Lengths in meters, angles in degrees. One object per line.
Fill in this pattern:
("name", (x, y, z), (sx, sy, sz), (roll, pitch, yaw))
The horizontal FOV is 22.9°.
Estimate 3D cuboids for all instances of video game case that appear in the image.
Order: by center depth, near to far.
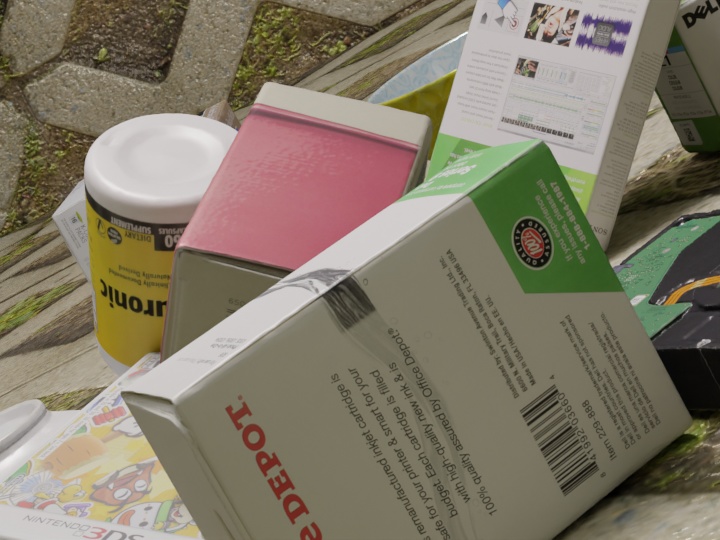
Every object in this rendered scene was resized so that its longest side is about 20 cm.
("video game case", (-0.108, 0.110, 1.020), (0.180, 0.023, 0.200), (4, 29, 33))

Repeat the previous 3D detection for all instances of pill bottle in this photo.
("pill bottle", (-0.122, 0.008, 1.174), (0.110, 0.202, 0.112), (1, 36, -1))

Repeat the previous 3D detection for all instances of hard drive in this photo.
("hard drive", (0.175, 0.015, 0.840), (0.139, 0.038, 0.199), (-35, 13, -25))

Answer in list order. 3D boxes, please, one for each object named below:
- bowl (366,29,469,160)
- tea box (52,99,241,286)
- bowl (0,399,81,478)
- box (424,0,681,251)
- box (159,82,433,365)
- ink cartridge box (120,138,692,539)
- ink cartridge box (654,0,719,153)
("bowl", (0.116, -0.141, 1.475), (0.199, 0.108, 0.200), (-29, 11, 6))
("tea box", (-0.195, -0.066, 1.861), (0.196, 0.134, 0.200), (-29, 12, 6))
("bowl", (-0.221, 0.145, 1.131), (0.200, 0.091, 0.201), (-28, 11, 6))
("box", (0.123, -0.125, 1.137), (0.036, 0.202, 0.144), (15, 4, -44))
("box", (-0.034, 0.000, 1.004), (0.108, 0.129, 0.201), (13, 32, 4))
("ink cartridge box", (0.020, 0.059, 0.756), (0.199, 0.147, 0.084), (-34, 13, -20))
("ink cartridge box", (0.243, -0.199, 1.171), (0.147, 0.201, 0.076), (-32, 12, -13))
